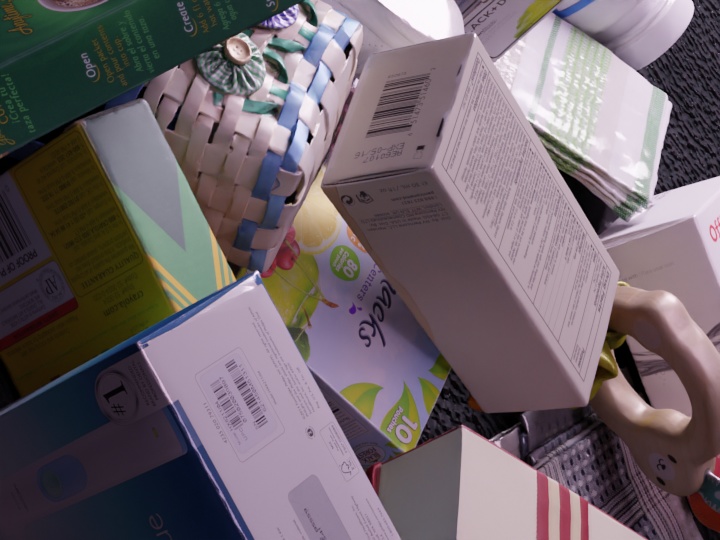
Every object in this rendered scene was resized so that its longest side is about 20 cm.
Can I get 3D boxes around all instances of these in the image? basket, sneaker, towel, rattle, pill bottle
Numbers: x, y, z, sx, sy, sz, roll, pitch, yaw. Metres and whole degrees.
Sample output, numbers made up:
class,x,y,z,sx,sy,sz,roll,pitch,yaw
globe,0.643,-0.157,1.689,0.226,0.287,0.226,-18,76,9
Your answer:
class,x,y,z,sx,sy,sz,roll,pitch,yaw
basket,-0.108,-0.104,0.938,0.198,0.140,0.177,18,49,2
sneaker,-0.040,-0.162,1.007,0.199,0.088,0.076,36,42,-21
towel,0.170,0.171,1.168,0.192,0.034,0.202,-20,85,-51
rattle,0.173,0.120,1.118,0.143,0.129,0.202,-44,120,-45
pill bottle,0.155,-0.243,1.321,0.200,0.112,0.113,46,42,-23
towel,0.126,-0.131,1.253,0.199,0.031,0.150,33,39,-9

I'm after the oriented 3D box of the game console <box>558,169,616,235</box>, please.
class,x,y,z,sx,sy,sz,roll,pitch,yaw
game console,0.094,-0.037,1.208,0.177,0.031,0.200,48,40,-10

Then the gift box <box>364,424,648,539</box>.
class,x,y,z,sx,sy,sz,roll,pitch,yaw
gift box,0.060,0.217,0.899,0.199,0.184,0.188,30,47,-27

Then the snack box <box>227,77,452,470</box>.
class,x,y,z,sx,sy,sz,roll,pitch,yaw
snack box,0.000,0.000,1.039,0.142,0.053,0.201,43,46,-16

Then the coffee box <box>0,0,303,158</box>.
class,x,y,z,sx,sy,sz,roll,pitch,yaw
coffee box,-0.118,-0.130,0.842,0.123,0.199,0.044,47,-18,52

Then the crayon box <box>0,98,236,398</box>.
class,x,y,z,sx,sy,sz,roll,pitch,yaw
crayon box,-0.111,0.037,0.852,0.051,0.126,0.202,-27,92,-51

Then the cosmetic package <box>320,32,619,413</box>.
class,x,y,z,sx,sy,sz,roll,pitch,yaw
cosmetic package,0.066,-0.021,0.988,0.201,0.072,0.104,55,41,-37

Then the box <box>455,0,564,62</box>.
class,x,y,z,sx,sy,sz,roll,pitch,yaw
box,0.076,-0.255,1.205,0.060,0.117,0.201,12,47,-45

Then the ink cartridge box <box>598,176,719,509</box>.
class,x,y,z,sx,sy,sz,roll,pitch,yaw
ink cartridge box,0.250,0.047,1.255,0.146,0.082,0.202,-33,102,-61

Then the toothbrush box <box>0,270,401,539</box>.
class,x,y,z,sx,sy,sz,roll,pitch,yaw
toothbrush box,-0.097,0.111,0.766,0.085,0.199,0.147,-31,95,-50
